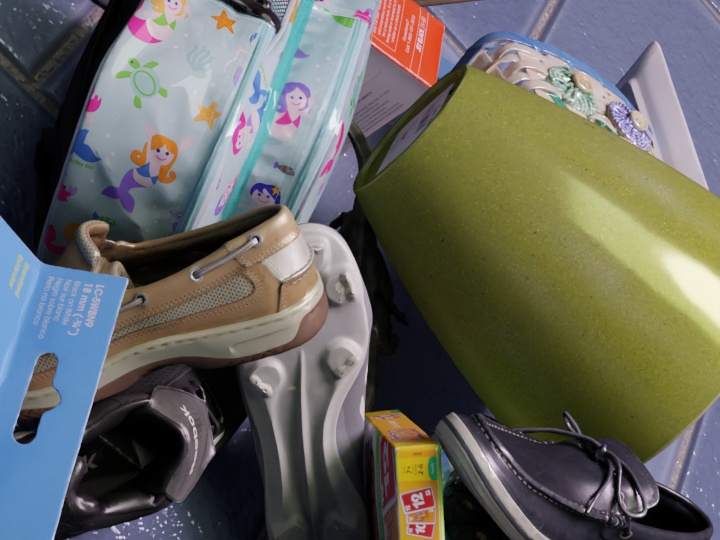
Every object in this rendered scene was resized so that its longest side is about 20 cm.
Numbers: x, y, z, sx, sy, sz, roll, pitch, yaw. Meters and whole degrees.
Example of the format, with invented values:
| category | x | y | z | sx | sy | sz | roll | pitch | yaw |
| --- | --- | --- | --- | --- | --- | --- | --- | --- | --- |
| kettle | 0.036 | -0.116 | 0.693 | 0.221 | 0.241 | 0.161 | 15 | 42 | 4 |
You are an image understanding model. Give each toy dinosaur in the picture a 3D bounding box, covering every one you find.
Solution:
| category | x | y | z | sx | sy | sz | roll | pitch | yaw |
| --- | --- | --- | --- | --- | --- | --- | --- | --- | --- |
| toy dinosaur | 0.000 | 0.000 | 1.027 | 0.088 | 0.047 | 0.201 | 20 | 67 | -84 |

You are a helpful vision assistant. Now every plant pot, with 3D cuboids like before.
| category | x | y | z | sx | sy | sz | roll | pitch | yaw |
| --- | --- | --- | --- | --- | --- | --- | --- | --- | --- |
| plant pot | 0.099 | -0.014 | 0.981 | 0.200 | 0.187 | 0.187 | 42 | 42 | -11 |

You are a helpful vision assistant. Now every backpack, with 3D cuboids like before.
| category | x | y | z | sx | sy | sz | roll | pitch | yaw |
| --- | --- | --- | --- | --- | --- | --- | --- | --- | --- |
| backpack | -0.084 | -0.078 | 0.910 | 0.150 | 0.178 | 0.200 | 27 | 47 | -2 |

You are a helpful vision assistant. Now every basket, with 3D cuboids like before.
| category | x | y | z | sx | sy | sz | roll | pitch | yaw |
| --- | --- | --- | --- | --- | --- | --- | --- | --- | --- |
| basket | 0.108 | -0.076 | 1.157 | 0.176 | 0.139 | 0.200 | 28 | 14 | -32 |

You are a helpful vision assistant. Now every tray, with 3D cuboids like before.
| category | x | y | z | sx | sy | sz | roll | pitch | yaw |
| --- | --- | --- | --- | --- | --- | --- | --- | --- | --- |
| tray | 0.198 | -0.042 | 1.195 | 0.022 | 0.107 | 0.201 | -6 | 68 | -22 |

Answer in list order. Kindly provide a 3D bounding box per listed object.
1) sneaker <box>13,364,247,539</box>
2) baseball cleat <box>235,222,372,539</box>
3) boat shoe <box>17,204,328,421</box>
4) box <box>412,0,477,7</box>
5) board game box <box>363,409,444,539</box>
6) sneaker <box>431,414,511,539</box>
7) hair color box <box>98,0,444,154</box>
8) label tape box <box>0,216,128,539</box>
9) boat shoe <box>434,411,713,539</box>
| category | x | y | z | sx | sy | sz | roll | pitch | yaw |
| --- | --- | --- | --- | --- | --- | --- | --- | --- | --- |
| sneaker | -0.099 | 0.082 | 0.859 | 0.200 | 0.090 | 0.067 | -27 | 101 | -49 |
| baseball cleat | -0.030 | 0.066 | 0.918 | 0.106 | 0.069 | 0.201 | -106 | -163 | -74 |
| boat shoe | -0.119 | 0.011 | 0.818 | 0.072 | 0.199 | 0.076 | -103 | 176 | -59 |
| box | 0.038 | -0.221 | 1.104 | 0.078 | 0.199 | 0.095 | -71 | 147 | -43 |
| board game box | 0.020 | 0.125 | 0.897 | 0.030 | 0.200 | 0.096 | -3 | 90 | -2 |
| sneaker | 0.058 | 0.133 | 0.953 | 0.072 | 0.073 | 0.200 | 41 | 10 | -2 |
| hair color box | -0.057 | -0.158 | 1.054 | 0.200 | 0.101 | 0.061 | 33 | 47 | -28 |
| label tape box | -0.210 | 0.026 | 0.725 | 0.199 | 0.063 | 0.145 | 6 | 51 | 5 |
| boat shoe | 0.107 | 0.108 | 0.861 | 0.200 | 0.062 | 0.075 | 34 | 15 | -41 |
